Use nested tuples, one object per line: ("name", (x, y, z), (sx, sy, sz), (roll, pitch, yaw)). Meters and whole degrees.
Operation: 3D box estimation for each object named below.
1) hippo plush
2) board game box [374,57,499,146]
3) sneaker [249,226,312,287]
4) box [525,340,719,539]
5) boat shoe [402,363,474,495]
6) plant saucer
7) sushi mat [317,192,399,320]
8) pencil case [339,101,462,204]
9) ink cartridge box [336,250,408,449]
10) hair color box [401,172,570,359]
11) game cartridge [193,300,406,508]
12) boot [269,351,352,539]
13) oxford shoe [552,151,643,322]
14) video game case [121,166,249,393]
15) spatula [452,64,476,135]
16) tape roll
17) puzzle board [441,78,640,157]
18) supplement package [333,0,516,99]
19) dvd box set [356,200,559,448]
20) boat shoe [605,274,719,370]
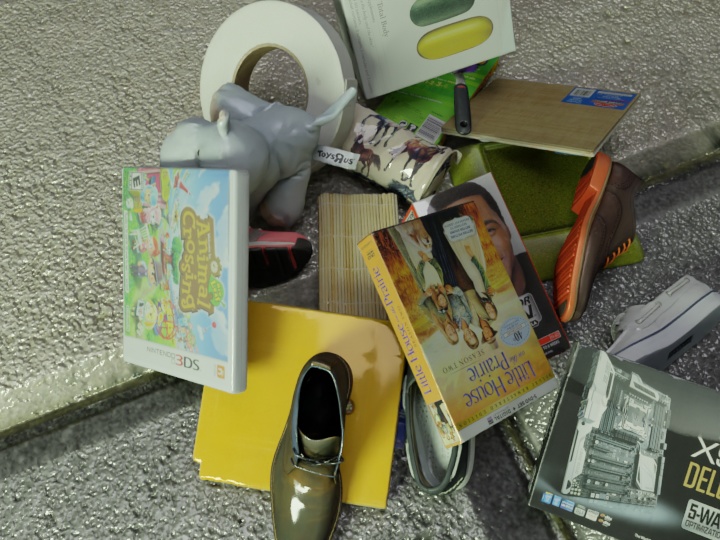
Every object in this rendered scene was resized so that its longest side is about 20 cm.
("hippo plush", (-0.120, -0.104, 0.828), (0.195, 0.163, 0.161), (9, 26, 24))
("board game box", (0.104, -0.242, 1.021), (0.094, 0.030, 0.202), (29, 66, 14))
("sneaker", (-0.152, -0.032, 0.867), (0.194, 0.074, 0.089), (-6, 58, -5))
("box", (0.272, 0.175, 0.731), (0.195, 0.050, 0.162), (19, 91, 10))
("boat shoe", (0.077, 0.111, 0.752), (0.074, 0.060, 0.206), (-10, 79, 24))
("plant saucer", (0.219, -0.091, 0.924), (0.194, 0.048, 0.204), (-10, 61, -7))
("sushi mat", (0.000, 0.000, 0.844), (0.093, 0.012, 0.204), (-2, 59, -2))
("pencil case", (0.020, -0.152, 0.937), (0.197, 0.078, 0.091), (31, 81, 16))
("ink cartridge box", (0.017, 0.079, 0.827), (0.097, 0.040, 0.204), (9, 61, 3))
("hair color box", (0.130, 0.012, 0.824), (0.099, 0.061, 0.204), (-21, 79, -13))
("game cartridge", (-0.058, 0.128, 0.769), (0.194, 0.032, 0.181), (8, 81, 5))
("boot", (-0.049, 0.172, 0.696), (0.073, 0.097, 0.206), (6, 81, 4))
("oxford shoe", (0.257, -0.031, 0.830), (0.071, 0.071, 0.204), (22, 70, 0))
("video game case", (-0.176, 0.003, 0.761), (0.179, 0.022, 0.206), (7, 98, 39))
("spatula", (0.124, -0.236, 0.981), (0.055, 0.021, 0.203), (3, 46, 1))
("tape roll", (-0.098, -0.209, 0.913), (0.200, 0.206, 0.037), (30, 21, 16))
("puzzle board", (0.217, -0.187, 0.943), (0.197, 0.018, 0.151), (16, 43, 34))
("supplement package", (0.069, -0.339, 0.962), (0.195, 0.154, 0.152), (-17, 38, 0))
("dvd box set", (0.094, 0.044, 0.735), (0.144, 0.029, 0.204), (-17, 79, -36))
("boat shoe", (0.299, 0.071, 0.826), (0.197, 0.075, 0.065), (-26, 52, -22))
